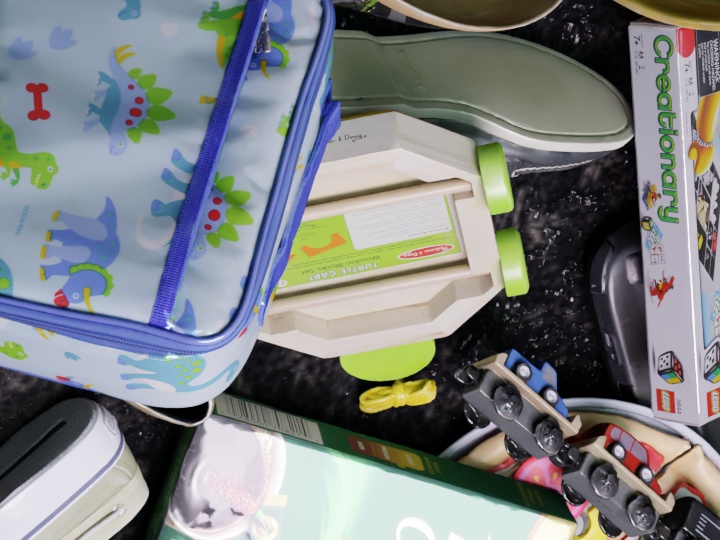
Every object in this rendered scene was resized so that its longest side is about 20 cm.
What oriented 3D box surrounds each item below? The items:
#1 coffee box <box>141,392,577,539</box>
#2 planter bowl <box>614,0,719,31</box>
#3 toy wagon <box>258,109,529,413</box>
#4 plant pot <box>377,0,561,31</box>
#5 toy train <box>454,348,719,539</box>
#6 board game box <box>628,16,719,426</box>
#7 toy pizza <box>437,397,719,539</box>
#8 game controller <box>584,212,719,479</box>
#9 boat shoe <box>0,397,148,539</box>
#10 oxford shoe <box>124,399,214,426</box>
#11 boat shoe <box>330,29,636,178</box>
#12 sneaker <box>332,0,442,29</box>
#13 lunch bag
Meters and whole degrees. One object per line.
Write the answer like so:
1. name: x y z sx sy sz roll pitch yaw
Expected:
1. coffee box: -0.005 0.143 1.345 0.200 0.044 0.123 19 102 -13
2. planter bowl: 0.182 -0.196 1.231 0.201 0.200 0.083 -58 155 5
3. toy wagon: 0.000 0.000 1.293 0.155 0.040 0.200 -10 146 4
4. plant pot: 0.017 -0.189 1.205 0.200 0.200 0.027 25 142 -29
5. toy train: 0.124 0.100 1.357 0.200 0.034 0.046 39 57 -20
6. board game box: 0.189 -0.036 1.358 0.126 0.035 0.201 -20 112 -42
7. toy pizza: 0.108 0.160 1.410 0.200 0.032 0.201 -4 113 -9
8. game controller: 0.179 0.053 1.429 0.104 0.042 0.200 -31 119 -27
9. boat shoe: -0.183 0.144 1.280 0.200 0.072 0.062 -39 117 -9
10. oxford shoe: -0.131 -0.005 1.244 0.070 0.075 0.200 -46 119 1
11. boat shoe: 0.035 -0.067 1.302 0.199 0.075 0.066 -1 138 -31
12. sneaker: 0.011 -0.144 1.250 0.199 0.083 0.071 7 106 -26
13. lunch bag: -0.098 -0.050 1.167 0.160 0.083 0.200 16 64 4
